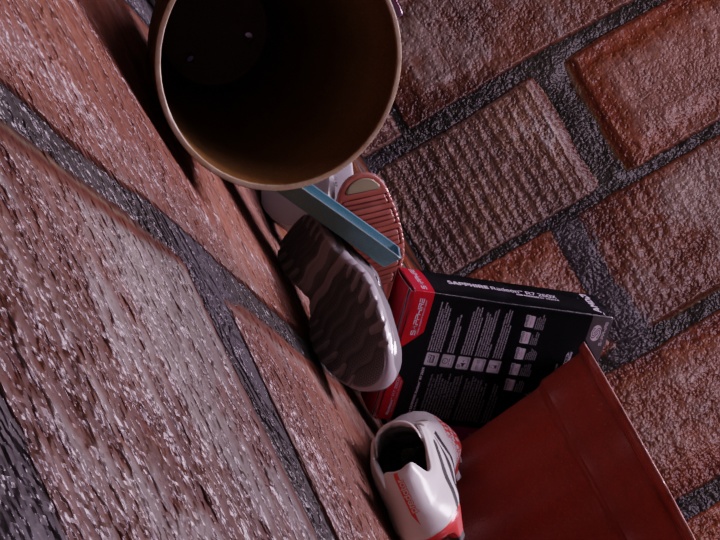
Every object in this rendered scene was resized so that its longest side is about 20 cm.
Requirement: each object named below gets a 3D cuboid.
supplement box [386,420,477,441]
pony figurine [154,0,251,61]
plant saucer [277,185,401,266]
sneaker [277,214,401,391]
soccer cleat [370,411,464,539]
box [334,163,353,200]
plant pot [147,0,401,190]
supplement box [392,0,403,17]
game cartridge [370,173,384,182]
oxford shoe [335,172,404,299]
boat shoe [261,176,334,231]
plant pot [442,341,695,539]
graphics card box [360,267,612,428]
[{"bbox_3d":[0.103,0.178,1.536,0.201,0.101,0.103,62,4,17],"label":"supplement box"},{"bbox_3d":[-0.091,-0.232,1.519,0.201,0.192,0.167,59,38,-23],"label":"pony figurine"},{"bbox_3d":[-0.051,-0.066,1.382,0.199,0.019,0.070,35,8,-5],"label":"plant saucer"},{"bbox_3d":[0.001,0.028,1.358,0.082,0.075,0.201,27,24,-35],"label":"sneaker"},{"bbox_3d":[0.039,0.143,1.284,0.200,0.068,0.086,-93,158,-69],"label":"soccer cleat"},{"bbox_3d":[-0.030,-0.085,1.713,0.200,0.041,0.158,-109,-168,-68],"label":"box"},{"bbox_3d":[-0.088,-0.175,1.271,0.187,0.186,0.200,58,-8,-23],"label":"plant pot"},{"bbox_3d":[-0.068,-0.251,1.647,0.086,0.199,0.110,59,4,-20],"label":"supplement box"},{"bbox_3d":[0.023,0.007,1.715,0.201,0.041,0.134,83,2,-61],"label":"game cartridge"},{"bbox_3d":[0.000,0.000,1.530,0.074,0.070,0.202,-126,-150,-64],"label":"oxford shoe"},{"bbox_3d":[-0.057,-0.081,1.552,0.064,0.070,0.200,56,5,-34],"label":"boat shoe"},{"bbox_3d":[0.151,0.195,1.380,0.202,0.194,0.201,60,5,-9],"label":"plant pot"},{"bbox_3d":[0.109,0.073,1.435,0.051,0.198,0.127,-125,-134,-60],"label":"graphics card box"}]
